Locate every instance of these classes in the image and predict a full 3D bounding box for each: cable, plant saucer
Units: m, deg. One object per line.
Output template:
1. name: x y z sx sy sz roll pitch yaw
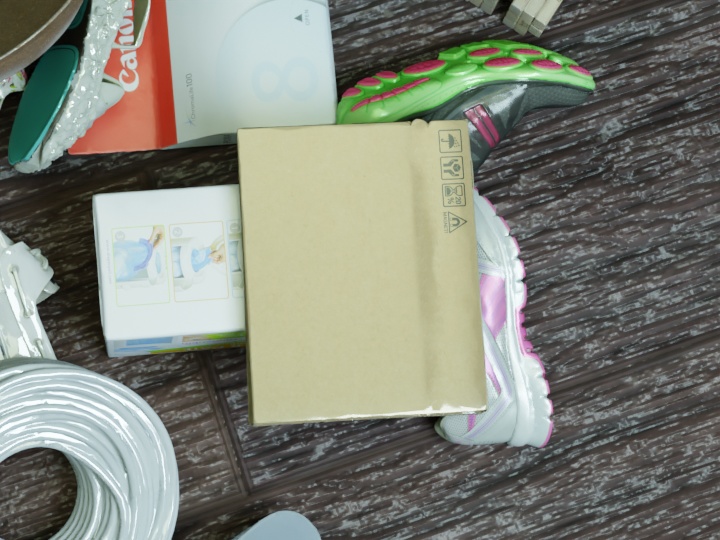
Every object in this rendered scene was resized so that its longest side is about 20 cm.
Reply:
1. cable: -0.224 0.159 1.472 0.198 0.069 0.202 -12 102 -21
2. plant saucer: -0.265 -0.183 1.499 0.199 0.037 0.201 -16 43 15

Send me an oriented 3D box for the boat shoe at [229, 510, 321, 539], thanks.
1. boat shoe: -0.121 0.232 1.473 0.201 0.086 0.075 -31 84 -35

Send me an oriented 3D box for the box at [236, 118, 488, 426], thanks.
1. box: 0.000 0.000 1.450 0.162 0.021 0.202 -3 83 -8

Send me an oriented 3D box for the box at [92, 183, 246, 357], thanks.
1. box: -0.084 -0.002 1.509 0.198 0.113 0.102 -4 82 -6

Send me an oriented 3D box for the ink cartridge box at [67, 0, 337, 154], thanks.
1. ink cartridge box: -0.121 -0.173 1.564 0.198 0.047 0.162 -5 82 -7

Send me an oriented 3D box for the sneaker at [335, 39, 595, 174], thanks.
1. sneaker: 0.076 -0.114 1.568 0.198 0.077 0.084 -15 119 -14

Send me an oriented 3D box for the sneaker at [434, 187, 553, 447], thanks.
1. sneaker: 0.074 0.035 1.533 0.087 0.081 0.202 -12 82 -8

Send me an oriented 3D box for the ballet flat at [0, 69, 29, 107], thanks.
1. ballet flat: -0.313 -0.091 1.530 0.200 0.076 0.064 -45 119 -4

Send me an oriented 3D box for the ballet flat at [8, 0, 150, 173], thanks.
1. ballet flat: -0.188 -0.158 1.532 0.071 0.072 0.202 19 88 -2

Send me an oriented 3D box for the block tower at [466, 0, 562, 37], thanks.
1. block tower: 0.062 -0.248 1.586 0.199 0.054 0.058 34 80 1

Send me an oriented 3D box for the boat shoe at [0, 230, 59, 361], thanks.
1. boat shoe: -0.248 0.013 1.515 0.069 0.071 0.202 -17 91 -15
